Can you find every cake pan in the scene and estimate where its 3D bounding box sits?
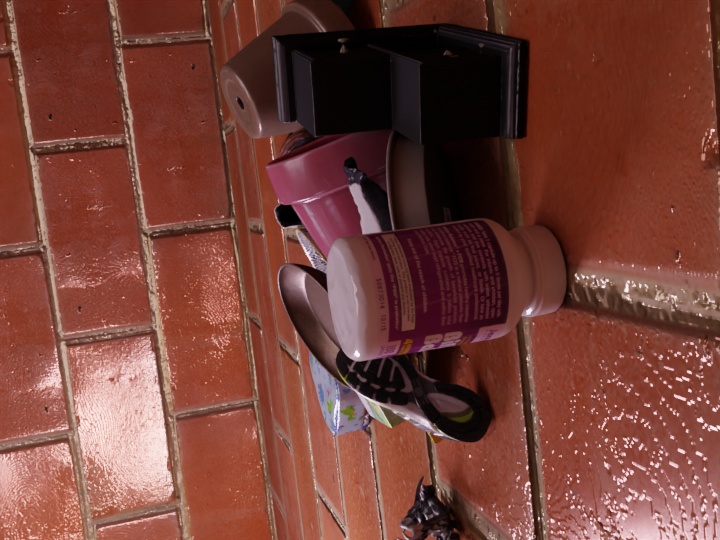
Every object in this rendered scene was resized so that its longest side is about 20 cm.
[{"bbox_3d":[0.074,-0.055,0.891,0.200,0.037,0.201,-9,-90,-73],"label":"cake pan"}]

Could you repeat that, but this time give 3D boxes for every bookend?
[{"bbox_3d":[0.030,-0.184,0.838,0.199,0.199,0.093,-128,33,-64],"label":"bookend"}]

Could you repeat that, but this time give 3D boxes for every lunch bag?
[{"bbox_3d":[-0.035,0.180,1.516,0.161,0.082,0.200,96,160,-46],"label":"lunch bag"}]

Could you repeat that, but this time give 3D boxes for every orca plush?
[{"bbox_3d":[0.036,-0.038,0.940,0.105,0.071,0.201,-6,116,54],"label":"orca plush"}]

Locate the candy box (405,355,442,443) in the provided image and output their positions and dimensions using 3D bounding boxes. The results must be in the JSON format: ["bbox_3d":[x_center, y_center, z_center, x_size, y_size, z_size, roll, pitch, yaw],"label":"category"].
[{"bbox_3d":[0.055,0.129,1.106,0.200,0.026,0.102,63,178,-34],"label":"candy box"}]

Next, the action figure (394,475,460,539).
[{"bbox_3d":[0.091,0.362,1.101,0.200,0.102,0.119,-122,16,-54],"label":"action figure"}]

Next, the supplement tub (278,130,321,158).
[{"bbox_3d":[-0.076,-0.176,1.342,0.200,0.106,0.108,-90,-4,-73],"label":"supplement tub"}]

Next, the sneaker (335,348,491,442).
[{"bbox_3d":[0.057,0.151,1.006,0.199,0.074,0.081,30,159,14],"label":"sneaker"}]

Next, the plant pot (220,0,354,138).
[{"bbox_3d":[-0.103,-0.277,1.236,0.200,0.174,0.201,48,158,27],"label":"plant pot"}]

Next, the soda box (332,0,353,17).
[{"bbox_3d":[-0.054,-0.417,1.297,0.200,0.064,0.068,122,137,-67],"label":"soda box"}]

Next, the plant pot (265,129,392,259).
[{"bbox_3d":[0.008,-0.084,1.033,0.180,0.199,0.200,68,168,-11],"label":"plant pot"}]

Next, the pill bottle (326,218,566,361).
[{"bbox_3d":[0.077,0.013,0.760,0.112,0.199,0.113,172,90,-76],"label":"pill bottle"}]

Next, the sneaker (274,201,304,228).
[{"bbox_3d":[-0.034,-0.104,1.184,0.074,0.199,0.080,63,-152,-4],"label":"sneaker"}]

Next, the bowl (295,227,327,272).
[{"bbox_3d":[0.000,0.000,1.206,0.201,0.094,0.201,55,171,13],"label":"bowl"}]

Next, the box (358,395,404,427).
[{"bbox_3d":[-0.006,0.140,1.288,0.200,0.036,0.144,58,169,-4],"label":"box"}]

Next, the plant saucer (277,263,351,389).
[{"bbox_3d":[-0.042,0.070,1.151,0.200,0.037,0.201,43,152,29],"label":"plant saucer"}]
